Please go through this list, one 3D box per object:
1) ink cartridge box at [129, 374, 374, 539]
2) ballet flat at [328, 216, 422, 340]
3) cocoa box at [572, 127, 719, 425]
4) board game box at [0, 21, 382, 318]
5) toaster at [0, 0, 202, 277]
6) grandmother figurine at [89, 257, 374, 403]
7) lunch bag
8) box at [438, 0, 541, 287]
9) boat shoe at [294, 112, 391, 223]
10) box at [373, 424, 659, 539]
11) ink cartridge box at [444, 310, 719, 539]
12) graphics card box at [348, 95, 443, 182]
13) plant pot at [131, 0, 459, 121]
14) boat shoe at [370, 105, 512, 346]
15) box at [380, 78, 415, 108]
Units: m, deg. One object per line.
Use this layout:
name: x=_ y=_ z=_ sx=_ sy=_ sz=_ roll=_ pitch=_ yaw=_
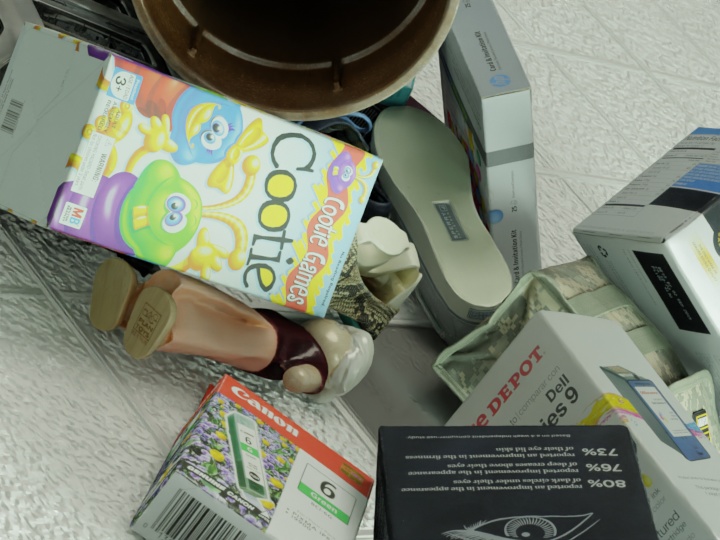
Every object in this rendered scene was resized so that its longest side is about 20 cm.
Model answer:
ink cartridge box: x=-0.052 y=0.117 z=1.558 sx=0.109 sy=0.050 sz=0.200 roll=36 pitch=22 yaw=-5
ballet flat: x=0.000 y=0.000 z=1.758 sx=0.068 sy=0.075 sz=0.200 roll=61 pitch=6 yaw=16
cocoa box: x=0.271 y=0.016 z=1.936 sx=0.200 sy=0.131 sz=0.133 roll=57 pitch=-19 yaw=-18
board game box: x=-0.105 y=-0.056 z=1.593 sx=0.200 sy=0.105 sz=0.103 roll=19 pitch=3 yaw=-39
toaster: x=-0.196 y=-0.117 z=1.701 sx=0.200 sy=0.119 sz=0.181 roll=21 pitch=29 yaw=-38
grandmother figurine: x=-0.065 y=0.041 z=1.671 sx=0.200 sy=0.061 sz=0.121 roll=14 pitch=24 yaw=-48
lunch bag: x=0.167 y=0.096 z=1.858 sx=0.200 sy=0.118 sz=0.164 roll=50 pitch=17 yaw=10
box: x=0.093 y=-0.093 z=2.026 sx=0.041 sy=0.200 sz=0.156 roll=-12 pitch=40 yaw=-5
boat shoe: x=-0.018 y=-0.079 z=1.956 sx=0.084 sy=0.069 sz=0.200 roll=4 pitch=36 yaw=-36
box: x=0.085 y=0.177 z=1.504 sx=0.148 sy=0.104 sz=0.200 roll=0 pitch=30 yaw=-3
ink cartridge box: x=0.142 y=0.144 z=1.682 sx=0.088 sy=0.145 sz=0.200 roll=12 pitch=35 yaw=-47
graphics card box: x=-0.028 y=-0.146 z=2.094 sx=0.200 sy=0.051 sz=0.125 roll=39 pitch=13 yaw=4
plant pot: x=-0.036 y=-0.225 z=1.725 sx=0.200 sy=0.200 sz=0.198 roll=33 pitch=25 yaw=-15
boat shoe: x=0.048 y=-0.028 z=1.969 sx=0.070 sy=0.072 sz=0.201 roll=-3 pitch=50 yaw=-24
box: x=-0.053 y=-0.184 z=2.008 sx=0.200 sy=0.082 sz=0.049 roll=13 pitch=-16 yaw=-4
